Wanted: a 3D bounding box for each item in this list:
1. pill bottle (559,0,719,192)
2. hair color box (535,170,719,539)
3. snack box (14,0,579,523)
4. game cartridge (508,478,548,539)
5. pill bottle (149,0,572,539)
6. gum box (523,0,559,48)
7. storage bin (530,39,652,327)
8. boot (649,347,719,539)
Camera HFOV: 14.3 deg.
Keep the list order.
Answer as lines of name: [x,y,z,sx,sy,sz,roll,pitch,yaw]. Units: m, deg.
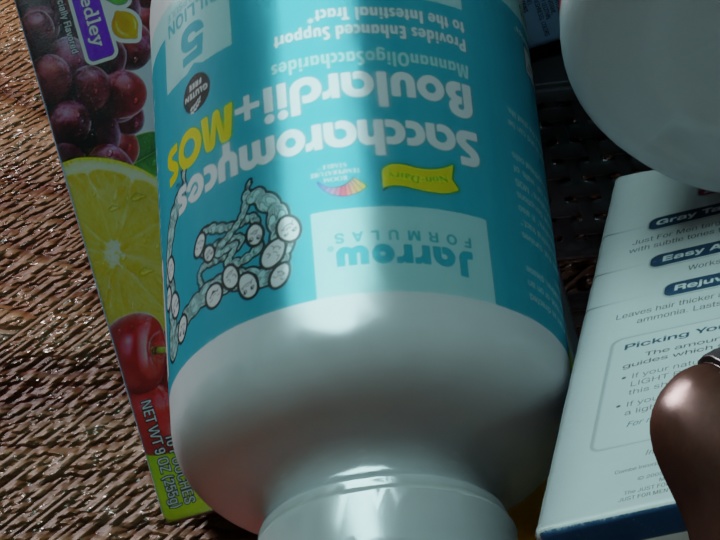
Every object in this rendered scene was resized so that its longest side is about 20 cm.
pill bottle: [0.115,-0.127,0.834,0.114,0.114,0.200,-13,40,16]
hair color box: [0.113,0.031,0.770,0.100,0.061,0.200,-13,24,18]
snack box: [-0.020,-0.036,0.917,0.142,0.201,0.053,-17,-1,7]
game cartridge: [0.104,0.081,0.779,0.176,0.033,0.200,-32,28,-24]
pill bottle: [0.000,0.000,0.794,0.110,0.111,0.201,-14,59,14]
gum box: [0.085,-0.137,1.010,0.199,0.045,0.170,-16,24,8]
storage bin: [0.105,-0.071,1.022,0.135,0.094,0.200,-5,28,31]
boot: [0.029,0.124,0.612,0.199,0.189,0.069,-17,-19,-2]
